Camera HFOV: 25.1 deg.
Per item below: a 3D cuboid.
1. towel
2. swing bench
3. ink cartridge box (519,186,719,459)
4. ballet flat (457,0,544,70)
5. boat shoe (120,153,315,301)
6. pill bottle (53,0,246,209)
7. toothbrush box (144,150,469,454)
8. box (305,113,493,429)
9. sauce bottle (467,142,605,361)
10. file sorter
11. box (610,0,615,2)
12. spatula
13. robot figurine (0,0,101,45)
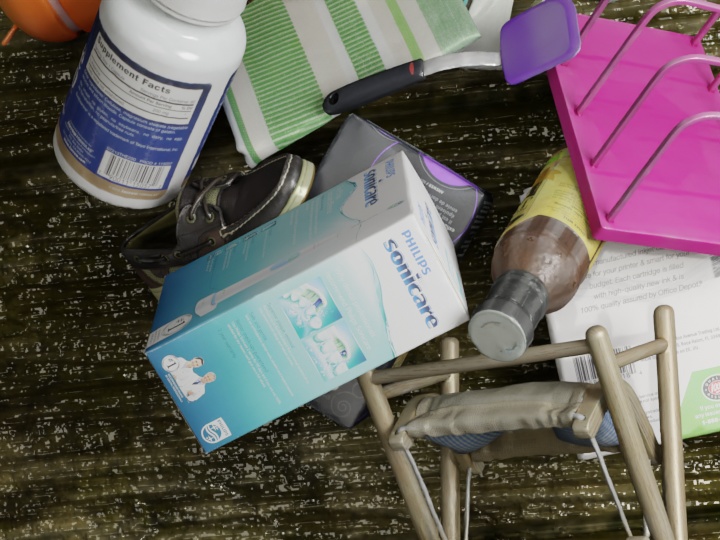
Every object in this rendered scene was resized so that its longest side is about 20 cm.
[{"bbox_3d":[-0.020,-0.176,1.229,0.199,0.023,0.153,-28,51,7],"label":"towel"},{"bbox_3d":[0.123,0.142,1.115,0.197,0.129,0.203,-11,90,35],"label":"swing bench"},{"bbox_3d":[0.209,0.024,1.200,0.144,0.084,0.202,-12,88,8],"label":"ink cartridge box"},{"bbox_3d":[0.120,-0.241,1.212,0.069,0.069,0.202,25,113,8],"label":"ballet flat"},{"bbox_3d":[-0.112,-0.035,1.209,0.065,0.074,0.199,36,134,-22],"label":"boat shoe"},{"bbox_3d":[-0.150,-0.152,1.197,0.111,0.111,0.201,36,129,7],"label":"pill bottle"},{"bbox_3d":[-0.035,0.017,1.091,0.199,0.147,0.086,-29,108,8],"label":"toothbrush box"},{"bbox_3d":[0.000,0.000,1.220,0.122,0.106,0.201,31,95,7],"label":"box"},{"bbox_3d":[0.125,-0.016,1.075,0.064,0.200,0.065,15,129,19],"label":"sauce bottle"},{"bbox_3d":[0.221,-0.130,1.088,0.137,0.126,0.202,7,51,-22],"label":"file sorter"},{"bbox_3d":[0.223,-0.320,1.186,0.151,0.106,0.202,-14,88,9],"label":"box"},{"bbox_3d":[0.061,-0.144,1.141,0.198,0.021,0.057,-14,60,20],"label":"spatula"},{"bbox_3d":[-0.204,-0.250,1.246,0.198,0.144,0.117,-22,48,8],"label":"robot figurine"}]
